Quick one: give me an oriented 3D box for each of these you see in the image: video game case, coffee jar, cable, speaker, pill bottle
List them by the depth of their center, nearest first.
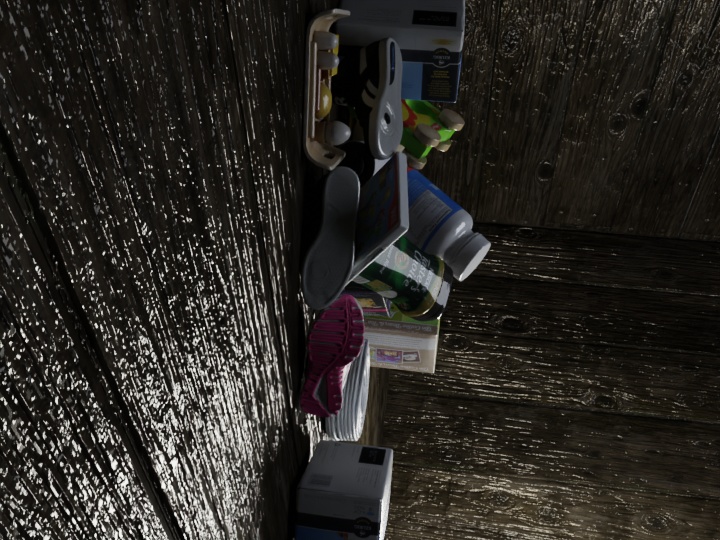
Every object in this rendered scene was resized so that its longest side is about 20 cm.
[{"bbox_3d":[0.001,-0.061,1.212,0.200,0.017,0.145,-42,-145,38],"label":"video game case"},{"bbox_3d":[0.057,-0.002,1.310,0.199,0.085,0.106,32,63,-33],"label":"coffee jar"},{"bbox_3d":[0.119,-0.077,1.420,0.112,0.200,0.113,-45,165,-15],"label":"pill bottle"},{"bbox_3d":[0.027,-0.180,1.444,0.199,0.080,0.083,-17,113,-65],"label":"speaker"},{"bbox_3d":[-0.021,0.225,1.608,0.200,0.068,0.204,63,33,-79],"label":"cable"}]

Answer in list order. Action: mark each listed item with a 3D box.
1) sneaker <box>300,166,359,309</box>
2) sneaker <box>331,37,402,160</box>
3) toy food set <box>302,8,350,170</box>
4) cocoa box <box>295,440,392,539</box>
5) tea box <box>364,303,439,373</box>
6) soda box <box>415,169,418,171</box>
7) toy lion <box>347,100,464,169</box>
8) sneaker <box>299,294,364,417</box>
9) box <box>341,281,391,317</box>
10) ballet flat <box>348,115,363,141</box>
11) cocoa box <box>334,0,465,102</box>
[{"bbox_3d":[-0.042,-0.049,1.192,0.099,0.069,0.204,-118,-141,-79],"label":"sneaker"},{"bbox_3d":[0.002,-0.242,1.241,0.073,0.110,0.203,39,49,-49],"label":"sneaker"},{"bbox_3d":[-0.035,-0.248,1.136,0.144,0.059,0.204,-65,160,-72],"label":"toy food set"},{"bbox_3d":[-0.023,0.373,1.327,0.200,0.131,0.134,-56,151,-78],"label":"cocoa box"},{"bbox_3d":[0.073,0.096,1.802,0.135,0.196,0.199,89,8,-46],"label":"tea box"},{"bbox_3d":[0.038,-0.139,1.592,0.200,0.063,0.071,-36,135,-52],"label":"soda box"},{"bbox_3d":[0.067,-0.273,1.468,0.069,0.191,0.200,-55,171,33],"label":"toy lion"},{"bbox_3d":[-0.045,0.114,1.242,0.089,0.080,0.202,-87,-166,-60],"label":"sneaker"},{"bbox_3d":[0.000,0.000,1.455,0.200,0.104,0.125,71,23,-74],"label":"box"},{"bbox_3d":[0.011,-0.284,1.527,0.063,0.067,0.204,37,58,-78],"label":"ballet flat"},{"bbox_3d":[0.065,-0.363,1.337,0.132,0.196,0.135,89,8,-47],"label":"cocoa box"}]
